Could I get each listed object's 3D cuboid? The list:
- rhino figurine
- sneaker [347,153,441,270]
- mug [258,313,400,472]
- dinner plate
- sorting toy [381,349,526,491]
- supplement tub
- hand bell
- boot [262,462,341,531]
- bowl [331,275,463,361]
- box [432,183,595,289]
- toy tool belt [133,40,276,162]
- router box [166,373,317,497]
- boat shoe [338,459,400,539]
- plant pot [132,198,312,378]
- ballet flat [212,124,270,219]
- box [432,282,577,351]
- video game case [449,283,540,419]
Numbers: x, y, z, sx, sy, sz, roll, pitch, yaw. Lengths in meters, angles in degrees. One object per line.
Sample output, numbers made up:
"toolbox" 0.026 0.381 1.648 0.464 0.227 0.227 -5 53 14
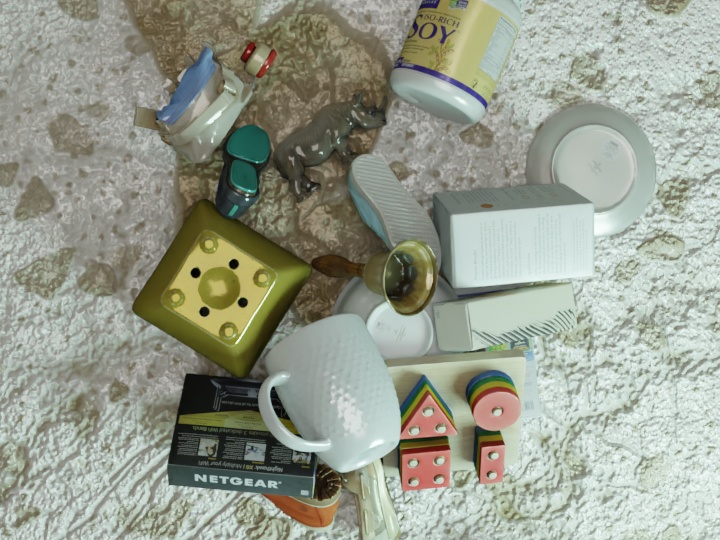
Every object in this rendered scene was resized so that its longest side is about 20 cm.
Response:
"rhino figurine" -0.039 -0.190 1.640 0.200 0.060 0.088 -39 96 -6
"sneaker" 0.048 -0.070 1.633 0.074 0.082 0.201 -26 81 -16
"mug" -0.045 0.172 1.496 0.199 0.148 0.176 -9 63 -42
"dinner plate" 0.345 -0.149 1.695 0.199 0.024 0.201 0 89 -6
"sorting toy" 0.132 0.217 1.596 0.199 0.070 0.200 -4 123 -5
"supplement tub" 0.141 -0.325 1.616 0.145 0.145 0.201 23 87 -5
"hand bell" 0.000 0.000 1.585 0.104 0.199 0.105 -7 100 -43
"boot" -0.120 0.302 1.617 0.199 0.108 0.075 23 51 20
"bowl" 0.055 0.086 1.619 0.200 0.090 0.202 0 89 0
"box" 0.211 -0.051 1.606 0.199 0.152 0.107 -5 105 -4
"toy tool belt" -0.218 -0.257 1.593 0.123 0.125 0.201 34 86 -12
"router box" -0.155 0.225 1.574 0.199 0.052 0.158 6 45 0
"boat shoe" 0.000 0.295 1.632 0.065 0.072 0.201 -17 96 -7
"plant pot" -0.188 0.025 1.552 0.195 0.200 0.195 32 86 -5
"ballet flat" -0.168 -0.133 1.583 0.073 0.200 0.073 1 123 1
"box" 0.204 0.063 1.599 0.199 0.082 0.069 -9 92 -33
"video game case" 0.184 0.123 1.677 0.142 0.018 0.201 -6 90 -5
